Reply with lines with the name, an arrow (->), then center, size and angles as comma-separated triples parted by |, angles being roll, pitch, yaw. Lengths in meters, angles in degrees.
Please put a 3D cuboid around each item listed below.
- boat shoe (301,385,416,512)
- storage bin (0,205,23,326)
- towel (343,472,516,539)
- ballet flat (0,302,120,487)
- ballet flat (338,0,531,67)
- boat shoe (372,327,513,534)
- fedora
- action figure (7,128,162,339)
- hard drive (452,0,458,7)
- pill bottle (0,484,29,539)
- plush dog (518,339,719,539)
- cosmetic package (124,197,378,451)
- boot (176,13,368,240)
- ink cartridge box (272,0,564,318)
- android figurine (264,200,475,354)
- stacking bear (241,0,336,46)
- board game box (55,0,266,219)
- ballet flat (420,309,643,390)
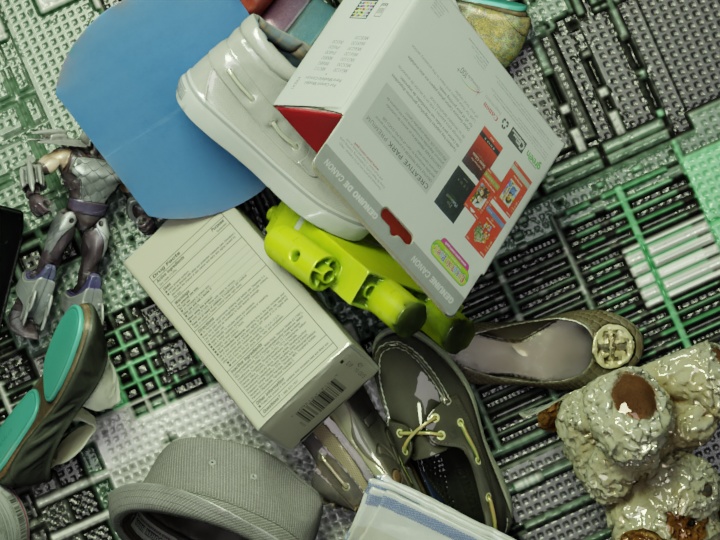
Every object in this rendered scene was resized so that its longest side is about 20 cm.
boat shoe -> -0.005, 0.160, 1.544 | 0.073, 0.074, 0.201 | -32, 87, 20
storage bin -> -0.344, 0.004, 1.488 | 0.093, 0.200, 0.136 | 14, 89, 3
towel -> 0.040, 0.270, 1.517 | 0.146, 0.024, 0.201 | 25, 118, 2
ballet flat -> -0.239, 0.103, 1.523 | 0.068, 0.068, 0.200 | 16, 129, -28
ballet flat -> 0.040, -0.214, 1.548 | 0.199, 0.071, 0.071 | 18, 90, 3
boat shoe -> 0.065, 0.140, 1.514 | 0.071, 0.061, 0.202 | -24, 102, 21
fedora -> -0.101, 0.199, 1.513 | 0.199, 0.177, 0.091 | 18, 61, 10
action figure -> -0.228, -0.038, 1.543 | 0.130, 0.069, 0.201 | 12, 99, -22
hard drive -> 0.053, -0.120, 1.498 | 0.132, 0.025, 0.201 | -37, 113, -26
pill bottle -> -0.338, 0.220, 1.484 | 0.113, 0.200, 0.114 | 0, 88, 3
plush dog -> 0.228, 0.167, 1.494 | 0.160, 0.200, 0.173 | -28, 79, 38
cosmetic package -> -0.089, 0.036, 1.502 | 0.105, 0.071, 0.200 | -41, 61, 2
boot -> -0.039, -0.109, 1.432 | 0.096, 0.074, 0.200 | -41, 121, 20
ink cartridge box -> 0.036, -0.092, 1.405 | 0.200, 0.084, 0.176 | 47, 67, -36
android figurine -> 0.000, 0.000, 1.490 | 0.200, 0.182, 0.041 | 37, 102, 40
stacking bear -> -0.032, -0.150, 1.526 | 0.200, 0.114, 0.121 | 41, 120, -9
board game box -> -0.137, -0.138, 1.461 | 0.158, 0.039, 0.200 | -31, 123, 6
ballet flat -> 0.135, 0.066, 1.544 | 0.199, 0.046, 0.068 | 0, 89, 2
